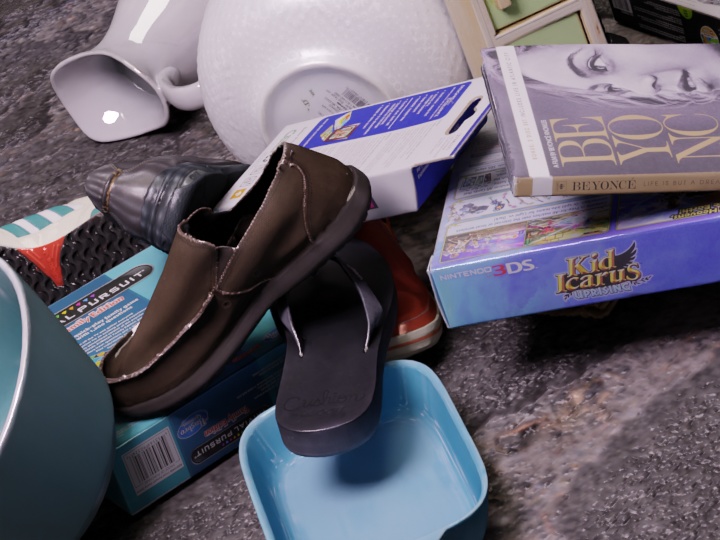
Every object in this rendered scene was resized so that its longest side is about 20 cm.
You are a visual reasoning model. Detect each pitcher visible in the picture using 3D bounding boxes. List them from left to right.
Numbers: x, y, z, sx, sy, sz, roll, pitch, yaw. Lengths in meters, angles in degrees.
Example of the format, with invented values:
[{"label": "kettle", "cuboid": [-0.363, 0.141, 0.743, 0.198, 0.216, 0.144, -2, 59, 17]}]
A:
[{"label": "pitcher", "cuboid": [-0.124, -0.193, 1.738, 0.171, 0.122, 0.200, 6, 46, 40]}]

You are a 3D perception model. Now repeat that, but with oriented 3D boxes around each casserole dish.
[{"label": "casserole dish", "cuboid": [0.004, 0.116, 1.186, 0.120, 0.039, 0.200, -22, 29, -3]}]

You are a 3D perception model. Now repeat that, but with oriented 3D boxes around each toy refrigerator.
[{"label": "toy refrigerator", "cuboid": [0.094, -0.180, 1.371, 0.076, 0.201, 0.070, -25, 21, -9]}]

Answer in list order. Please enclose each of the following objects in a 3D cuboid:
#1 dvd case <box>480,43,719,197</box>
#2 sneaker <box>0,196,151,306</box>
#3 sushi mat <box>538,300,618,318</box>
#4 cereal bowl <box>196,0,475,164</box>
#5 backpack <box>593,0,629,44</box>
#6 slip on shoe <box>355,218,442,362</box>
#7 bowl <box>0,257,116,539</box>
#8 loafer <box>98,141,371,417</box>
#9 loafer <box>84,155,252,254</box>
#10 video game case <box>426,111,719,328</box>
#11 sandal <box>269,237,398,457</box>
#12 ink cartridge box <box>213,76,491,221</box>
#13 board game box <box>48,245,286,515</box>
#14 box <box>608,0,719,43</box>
[{"label": "dvd case", "cuboid": [0.173, -0.087, 1.227, 0.198, 0.016, 0.149, -2, 33, -3]}, {"label": "sneaker", "cuboid": [-0.214, -0.007, 1.534, 0.198, 0.071, 0.093, -16, 10, 11]}, {"label": "sushi mat", "cuboid": [0.152, -0.032, 1.378, 0.095, 0.012, 0.200, 2, 35, 35]}, {"label": "cereal bowl", "cuboid": [-0.015, -0.119, 1.449, 0.199, 0.201, 0.084, -10, 36, 18]}, {"label": "backpack", "cuboid": [0.066, -0.199, 1.591, 0.182, 0.148, 0.200, -21, 24, -9]}, {"label": "slip on shoe", "cuboid": [0.000, 0.000, 1.371, 0.074, 0.062, 0.200, -19, 29, -2]}, {"label": "bowl", "cuboid": [-0.211, 0.101, 1.235, 0.200, 0.105, 0.202, -29, 46, 35]}, {"label": "loafer", "cuboid": [-0.084, -0.001, 1.257, 0.200, 0.071, 0.073, -45, 25, 10]}, {"label": "loafer", "cuboid": [-0.112, -0.045, 1.424, 0.072, 0.073, 0.200, 20, -1, 14]}, {"label": "video game case", "cuboid": [0.148, -0.048, 1.272, 0.199, 0.046, 0.182, -10, 29, 17]}, {"label": "sandal", "cuboid": [-0.016, 0.029, 1.257, 0.076, 0.043, 0.201, -13, 31, 3]}, {"label": "ink cartridge box", "cuboid": [0.008, -0.067, 1.331, 0.199, 0.037, 0.095, -13, 29, 43]}, {"label": "board game box", "cuboid": [-0.133, 0.061, 1.361, 0.150, 0.047, 0.200, -31, 30, -23]}, {"label": "box", "cuboid": [0.274, -0.196, 1.566, 0.110, 0.035, 0.200, -30, 29, -18]}]
